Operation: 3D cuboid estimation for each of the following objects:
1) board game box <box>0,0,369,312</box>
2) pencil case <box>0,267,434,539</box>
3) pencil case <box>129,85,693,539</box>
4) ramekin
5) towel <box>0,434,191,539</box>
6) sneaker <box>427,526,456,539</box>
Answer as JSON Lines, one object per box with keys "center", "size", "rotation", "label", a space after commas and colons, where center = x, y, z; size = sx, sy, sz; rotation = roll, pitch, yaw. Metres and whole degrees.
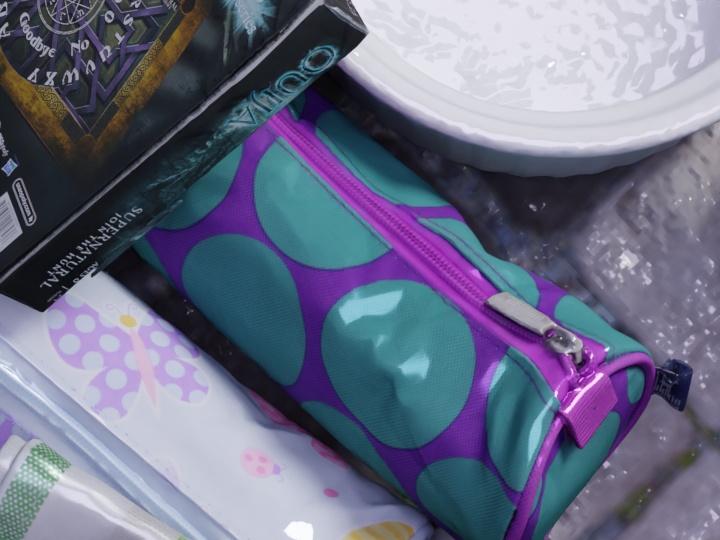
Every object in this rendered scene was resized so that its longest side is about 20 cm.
{"center": [-0.086, -0.104, 0.881], "size": [0.135, 0.028, 0.200], "rotation": [-39, 53, 19], "label": "board game box"}
{"center": [-0.073, 0.053, 0.894], "size": [0.200, 0.091, 0.083], "rotation": [38, 81, 4], "label": "pencil case"}
{"center": [0.000, 0.000, 0.884], "size": [0.200, 0.093, 0.085], "rotation": [40, 51, 20], "label": "pencil case"}
{"center": [0.062, -0.125, 0.924], "size": [0.200, 0.098, 0.201], "rotation": [0, 80, -1], "label": "ramekin"}
{"center": [-0.056, 0.158, 0.863], "size": [0.200, 0.031, 0.149], "rotation": [36, 123, 5], "label": "towel"}
{"center": [0.092, 0.165, 0.899], "size": [0.114, 0.073, 0.201], "rotation": [-14, 75, -23], "label": "sneaker"}
